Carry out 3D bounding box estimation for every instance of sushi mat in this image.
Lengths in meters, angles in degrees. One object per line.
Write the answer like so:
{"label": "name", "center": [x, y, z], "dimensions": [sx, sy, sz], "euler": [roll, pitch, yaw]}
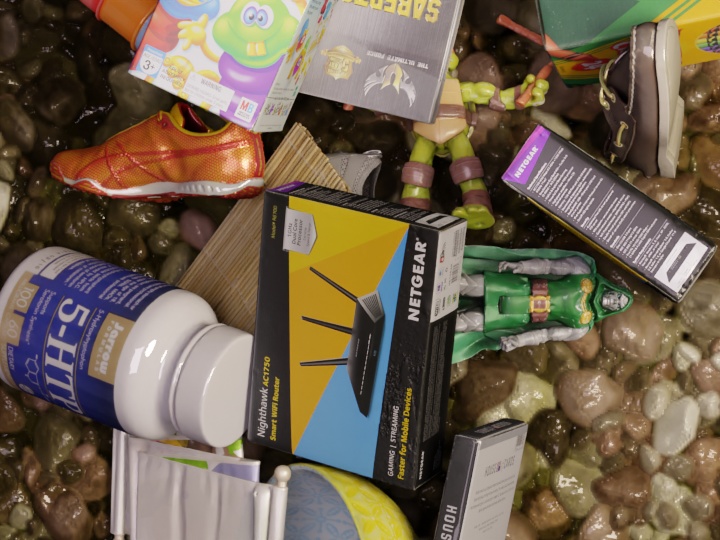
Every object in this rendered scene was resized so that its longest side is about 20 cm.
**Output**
{"label": "sushi mat", "center": [-0.076, -0.014, 1.549], "dimensions": [0.200, 0.012, 0.096], "euler": [-51, 58, 28]}

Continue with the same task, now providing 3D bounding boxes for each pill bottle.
{"label": "pill bottle", "center": [-0.177, 0.064, 1.541], "dimensions": [0.199, 0.120, 0.120], "euler": [18, 96, 27]}

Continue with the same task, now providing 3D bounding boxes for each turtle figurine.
{"label": "turtle figurine", "center": [0.052, -0.112, 1.539], "dimensions": [0.199, 0.064, 0.162], "euler": [0, 74, 1]}

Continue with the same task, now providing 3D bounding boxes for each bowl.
{"label": "bowl", "center": [-0.001, 0.248, 1.533], "dimensions": [0.107, 0.200, 0.202], "euler": [3, 94, -32]}

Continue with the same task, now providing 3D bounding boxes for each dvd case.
{"label": "dvd case", "center": [0.081, 0.216, 1.505], "dimensions": [0.025, 0.150, 0.201], "euler": [12, 94, 17]}

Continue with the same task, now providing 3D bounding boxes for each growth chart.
{"label": "growth chart", "center": [-0.131, 0.183, 1.575], "dimensions": [0.199, 0.018, 0.146], "euler": [16, 100, 37]}

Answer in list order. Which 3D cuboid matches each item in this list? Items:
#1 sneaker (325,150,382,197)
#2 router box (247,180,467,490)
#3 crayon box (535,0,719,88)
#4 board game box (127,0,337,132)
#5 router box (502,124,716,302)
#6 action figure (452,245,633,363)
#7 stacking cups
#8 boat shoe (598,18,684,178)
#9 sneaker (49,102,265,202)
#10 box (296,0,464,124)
{"label": "sneaker", "center": [0.000, 0.000, 1.550], "dimensions": [0.082, 0.075, 0.201], "euler": [-12, 90, 12]}
{"label": "router box", "center": [-0.005, 0.046, 1.474], "dimensions": [0.148, 0.051, 0.201], "euler": [13, 109, 27]}
{"label": "crayon box", "center": [0.237, -0.189, 1.467], "dimensions": [0.199, 0.127, 0.051], "euler": [-11, 80, 12]}
{"label": "board game box", "center": [-0.071, -0.211, 1.413], "dimensions": [0.103, 0.105, 0.201], "euler": [25, 97, 6]}
{"label": "router box", "center": [0.184, -0.038, 1.442], "dimensions": [0.149, 0.200, 0.051], "euler": [36, 95, 9]}
{"label": "action figure", "center": [0.112, 0.023, 1.523], "dimensions": [0.199, 0.055, 0.119], "euler": [-3, 104, -8]}
{"label": "stacking cups", "center": [-0.153, -0.181, 1.582], "dimensions": [0.200, 0.060, 0.061], "euler": [35, 98, 8]}
{"label": "boat shoe", "center": [0.203, -0.125, 1.448], "dimensions": [0.059, 0.200, 0.072], "euler": [8, 73, 13]}
{"label": "sneaker", "center": [-0.158, -0.092, 1.570], "dimensions": [0.199, 0.073, 0.078], "euler": [-1, 89, 27]}
{"label": "box", "center": [-0.022, -0.209, 1.484], "dimensions": [0.199, 0.048, 0.159], "euler": [15, 96, 7]}
